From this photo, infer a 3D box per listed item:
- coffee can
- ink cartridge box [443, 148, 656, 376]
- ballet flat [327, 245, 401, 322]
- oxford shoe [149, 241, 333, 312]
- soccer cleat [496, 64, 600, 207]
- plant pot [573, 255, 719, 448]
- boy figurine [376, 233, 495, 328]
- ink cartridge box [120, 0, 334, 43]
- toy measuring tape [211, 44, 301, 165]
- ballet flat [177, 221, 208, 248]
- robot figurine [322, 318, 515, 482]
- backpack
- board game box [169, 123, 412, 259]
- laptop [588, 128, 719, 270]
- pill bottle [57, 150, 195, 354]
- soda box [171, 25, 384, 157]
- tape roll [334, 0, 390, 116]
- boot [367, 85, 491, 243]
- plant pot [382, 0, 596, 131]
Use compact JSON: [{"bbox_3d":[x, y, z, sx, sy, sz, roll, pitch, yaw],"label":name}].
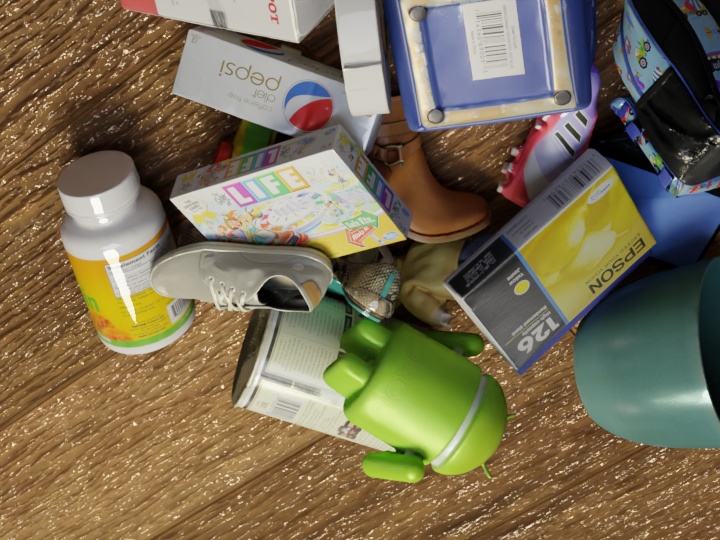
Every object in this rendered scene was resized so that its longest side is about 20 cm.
[{"bbox_3d":[-0.024,0.106,1.746,0.199,0.147,0.147,18,127,-11],"label":"coffee can"},{"bbox_3d":[0.203,0.005,1.609,0.198,0.047,0.200,-43,135,-1],"label":"ink cartridge box"},{"bbox_3d":[0.000,0.000,1.656,0.068,0.200,0.076,30,89,-20],"label":"ballet flat"},{"bbox_3d":[-0.125,0.013,1.601,0.199,0.058,0.075,0,142,20],"label":"oxford shoe"},{"bbox_3d":[0.202,-0.131,1.589,0.076,0.067,0.200,20,139,-8],"label":"soccer cleat"},{"bbox_3d":[0.322,0.096,1.697,0.160,0.201,0.201,-10,129,32],"label":"plant pot"},{"bbox_3d":[0.086,0.008,1.686,0.199,0.125,0.064,-12,143,32],"label":"boy figurine"},{"bbox_3d":[-0.126,-0.299,1.426,0.199,0.083,0.147,15,133,26],"label":"ink cartridge box"},{"bbox_3d":[-0.104,-0.130,1.614,0.073,0.074,0.201,18,127,-12],"label":"toy measuring tape"},{"bbox_3d":[-0.092,-0.033,1.681,0.199,0.047,0.067,-6,156,-6],"label":"ballet flat"},{"bbox_3d":[0.063,0.130,1.628,0.199,0.176,0.116,31,153,-8],"label":"robot figurine"},{"bbox_3d":[0.314,-0.190,1.477,0.182,0.201,0.135,-22,160,-33],"label":"backpack"},{"bbox_3d":[-0.068,-0.063,1.562,0.199,0.034,0.135,-14,134,32],"label":"board game box"},{"bbox_3d":[0.311,-0.066,1.621,0.176,0.200,0.104,18,87,-12],"label":"laptop"},{"bbox_3d":[-0.250,-0.021,1.680,0.110,0.111,0.201,-8,127,9],"label":"pill bottle"},{"bbox_3d":[-0.075,-0.173,1.544,0.199,0.064,0.068,20,107,5],"label":"soda box"},{"bbox_3d":[0.000,-0.239,1.425,0.037,0.203,0.204,-5,128,3],"label":"tape roll"},{"bbox_3d":[0.047,-0.114,1.629,0.199,0.077,0.156,3,112,-9],"label":"boot"},{"bbox_3d":[0.115,-0.243,1.446,0.199,0.180,0.201,-6,128,8],"label":"plant pot"}]
